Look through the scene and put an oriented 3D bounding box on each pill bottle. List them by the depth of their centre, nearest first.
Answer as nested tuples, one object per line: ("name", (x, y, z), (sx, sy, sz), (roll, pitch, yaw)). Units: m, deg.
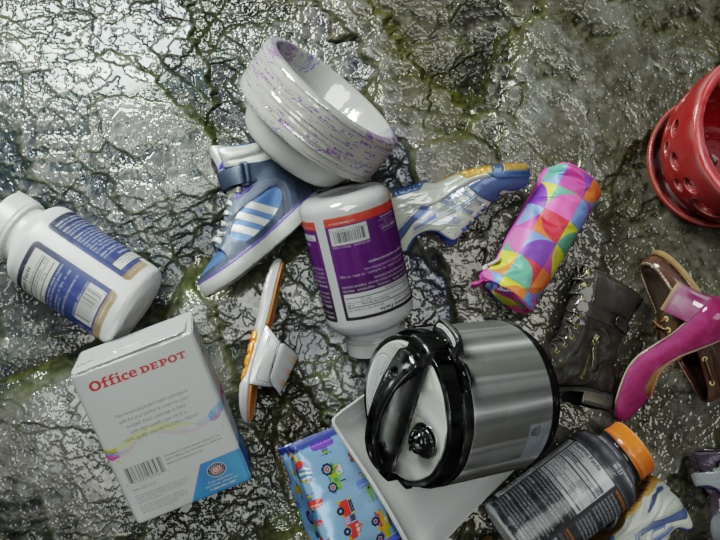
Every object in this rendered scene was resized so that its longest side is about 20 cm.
("pill bottle", (0.259, 0.270, 0.983), (0.199, 0.106, 0.107), (-34, 85, -7))
("pill bottle", (-0.354, -0.007, 0.985), (0.199, 0.111, 0.111), (33, 82, 2))
("pill bottle", (0.000, 0.000, 0.987), (0.111, 0.112, 0.202), (-14, 105, -5))

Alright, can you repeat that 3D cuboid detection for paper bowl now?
("paper bowl", (-0.059, -0.181, 0.985), (0.200, 0.201, 0.105), (41, 109, 3))

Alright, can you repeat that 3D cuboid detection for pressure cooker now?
("pressure cooker", (0.097, 0.144, 0.888), (0.199, 0.178, 0.178), (-4, 79, -32))

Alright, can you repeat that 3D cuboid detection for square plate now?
("square plate", (0.080, 0.211, 0.980), (0.199, 0.028, 0.199), (-33, 92, -34))

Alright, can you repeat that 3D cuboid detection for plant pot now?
("plant pot", (0.472, -0.148, 1.010), (0.198, 0.183, 0.202), (0, 82, -3))

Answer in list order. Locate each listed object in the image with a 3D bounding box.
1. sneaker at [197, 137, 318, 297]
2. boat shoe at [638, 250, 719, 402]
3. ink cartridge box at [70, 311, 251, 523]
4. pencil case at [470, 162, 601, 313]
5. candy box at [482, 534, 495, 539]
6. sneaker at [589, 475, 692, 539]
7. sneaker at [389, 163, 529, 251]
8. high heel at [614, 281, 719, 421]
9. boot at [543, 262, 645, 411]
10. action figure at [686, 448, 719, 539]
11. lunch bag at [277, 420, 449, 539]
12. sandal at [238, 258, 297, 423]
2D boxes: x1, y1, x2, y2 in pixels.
("sneaker", (-0.160, -0.081, 1.014), (0.200, 0.081, 0.147), (-42, 93, -12))
("boat shoe", (0.414, 0.072, 1.034), (0.070, 0.070, 0.201), (-32, 85, -8))
("ink cartridge box", (-0.230, 0.169, 0.948), (0.143, 0.085, 0.201), (-20, 108, -6))
("pencil case", (0.228, -0.042, 1.035), (0.088, 0.088, 0.201), (34, 81, 2))
("candy box", (0.192, 0.439, 0.982), (0.200, 0.056, 0.117), (45, 82, 2))
("sneaker", (0.329, 0.352, 0.991), (0.088, 0.075, 0.200), (43, 83, 3))
("sneaker", (0.125, -0.081, 1.039), (0.198, 0.075, 0.089), (-15, 92, 4))
("high heel", (0.390, 0.119, 0.992), (0.096, 0.067, 0.201), (32, 107, 28))
("boot", (0.263, 0.074, 1.023), (0.199, 0.069, 0.176), (19, 80, -22))
("action figure", (0.444, 0.321, 0.984), (0.069, 0.130, 0.202), (-11, 78, 30))
("lunch bag", (0.020, 0.253, 0.993), (0.199, 0.094, 0.152), (-18, 83, -21))
("sandal", (-0.104, 0.089, 1.001), (0.059, 0.079, 0.209), (12, 80, 1))
